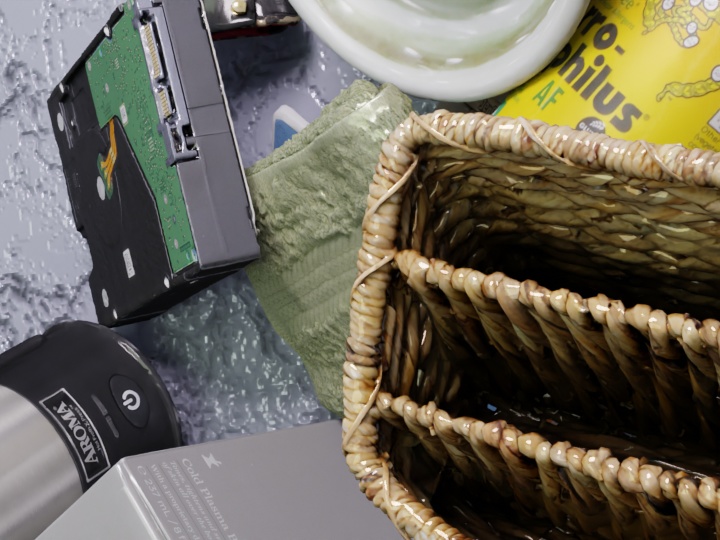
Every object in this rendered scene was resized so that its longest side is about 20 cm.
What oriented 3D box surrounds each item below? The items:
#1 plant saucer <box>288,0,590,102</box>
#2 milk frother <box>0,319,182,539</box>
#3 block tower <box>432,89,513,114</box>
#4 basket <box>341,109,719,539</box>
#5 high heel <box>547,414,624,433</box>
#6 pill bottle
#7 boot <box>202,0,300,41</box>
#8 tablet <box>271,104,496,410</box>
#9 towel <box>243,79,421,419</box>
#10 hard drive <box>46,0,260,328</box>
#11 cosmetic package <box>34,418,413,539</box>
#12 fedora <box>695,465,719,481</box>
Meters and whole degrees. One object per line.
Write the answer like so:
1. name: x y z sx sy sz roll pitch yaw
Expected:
1. plant saucer: 0.029 -0.172 0.693 0.200 0.050 0.201 27 132 34
2. milk frother: -0.236 0.118 0.905 0.181 0.188 0.200 46 129 10
3. block tower: 0.086 -0.095 0.778 0.054 0.058 0.201 40 110 25
4. basket: 0.088 0.050 0.558 0.199 0.149 0.143 15 68 32
5. high heel: 0.099 0.111 0.731 0.096 0.067 0.200 33 136 1
6. pill bottle: 0.144 -0.084 0.693 0.200 0.113 0.113 -49 67 13
7. boot: -0.052 -0.201 0.856 0.199 0.073 0.152 -7 92 25
8. tablet: 0.024 0.016 0.807 0.200 0.014 0.130 40 147 25
9. towel: 0.000 0.000 0.777 0.149 0.036 0.200 57 151 -4
10. hard drive: -0.112 -0.052 0.859 0.200 0.038 0.141 -27 77 66
11. cosmetic package: -0.052 0.142 0.790 0.090 0.200 0.107 -43 72 28
12. fedora: 0.167 0.116 0.634 0.200 0.092 0.202 -14 62 27
